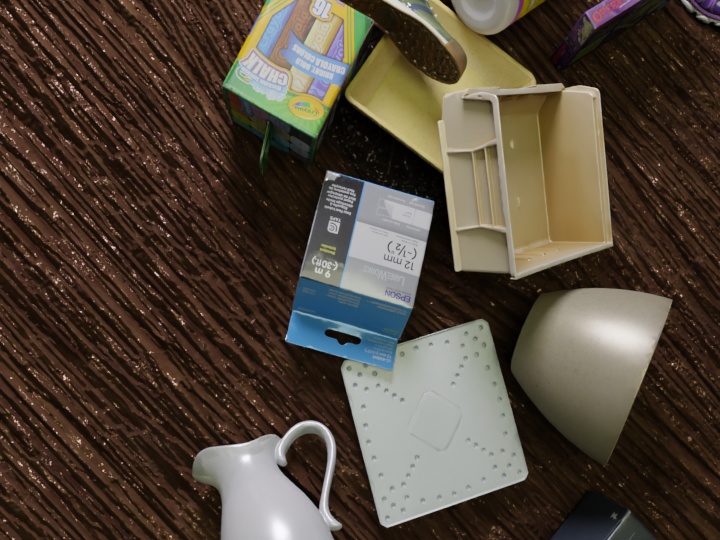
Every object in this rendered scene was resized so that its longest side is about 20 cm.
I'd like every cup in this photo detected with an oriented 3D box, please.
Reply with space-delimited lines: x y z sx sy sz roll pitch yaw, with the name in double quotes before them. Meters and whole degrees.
"cup" 0.262 0.104 0.804 0.140 0.200 0.205 22 81 23

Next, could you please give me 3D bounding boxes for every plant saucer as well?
"plant saucer" 0.099 -0.220 0.851 0.198 0.048 0.203 35 68 -5

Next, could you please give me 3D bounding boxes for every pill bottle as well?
"pill bottle" 0.209 -0.388 0.857 0.199 0.104 0.105 -38 90 -26

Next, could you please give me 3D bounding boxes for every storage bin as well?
"storage bin" 0.196 -0.112 0.788 0.196 0.092 0.205 -14 100 -38

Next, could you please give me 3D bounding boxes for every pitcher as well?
"pitcher" -0.079 0.272 0.746 0.168 0.123 0.202 -22 51 -15

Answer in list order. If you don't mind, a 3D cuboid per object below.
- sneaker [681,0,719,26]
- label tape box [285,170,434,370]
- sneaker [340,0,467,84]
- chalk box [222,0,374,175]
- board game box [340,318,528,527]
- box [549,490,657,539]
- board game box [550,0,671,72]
"sneaker" 0.466 -0.409 0.915 0.197 0.083 0.082 33 82 -4
"label tape box" 0.000 0.000 0.814 0.139 0.066 0.206 15 73 -5
"sneaker" 0.059 -0.318 0.803 0.198 0.067 0.091 36 67 -6
"chalk box" -0.085 -0.216 0.807 0.122 0.125 0.204 28 81 -4
"board game box" 0.091 0.186 0.842 0.194 0.026 0.206 -15 87 -8
"box" 0.318 0.401 0.810 0.148 0.107 0.200 -44 92 -8
"board game box" 0.349 -0.340 0.875 0.197 0.120 0.033 -33 89 -9
